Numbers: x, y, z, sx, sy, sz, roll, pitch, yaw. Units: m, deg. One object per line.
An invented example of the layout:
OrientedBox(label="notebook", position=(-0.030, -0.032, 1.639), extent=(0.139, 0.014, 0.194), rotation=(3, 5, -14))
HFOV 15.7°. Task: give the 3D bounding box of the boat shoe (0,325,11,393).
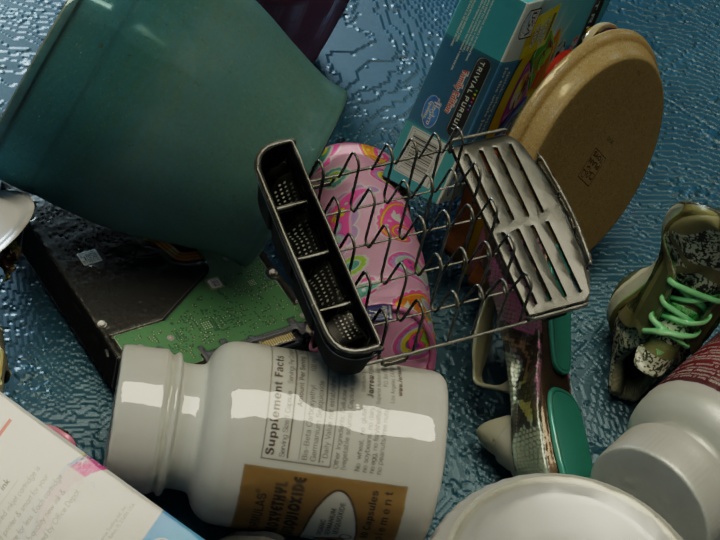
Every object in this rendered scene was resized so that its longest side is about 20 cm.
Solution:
OrientedBox(label="boat shoe", position=(-0.253, 0.067, 1.624), extent=(0.060, 0.072, 0.202), rotation=(46, 22, -26))

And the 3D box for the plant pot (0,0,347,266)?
OrientedBox(label="plant pot", position=(-0.119, -0.104, 1.692), extent=(0.188, 0.200, 0.200), rotation=(30, 44, -6))

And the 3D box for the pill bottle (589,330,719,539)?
OrientedBox(label="pill bottle", position=(0.241, 0.103, 1.683), extent=(0.110, 0.110, 0.200), rotation=(37, 48, 21))

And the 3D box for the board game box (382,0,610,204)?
OrientedBox(label="board game box", position=(0.100, -0.134, 1.799), extent=(0.047, 0.151, 0.200), rotation=(30, 20, 16))

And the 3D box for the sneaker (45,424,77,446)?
OrientedBox(label="sneaker", position=(-0.181, 0.175, 1.513), extent=(0.079, 0.095, 0.200), rotation=(1, 47, -16))

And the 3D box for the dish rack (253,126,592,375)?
OrientedBox(label="dish rack", position=(0.044, -0.021, 1.609), extent=(0.200, 0.055, 0.154), rotation=(-14, 64, -20))

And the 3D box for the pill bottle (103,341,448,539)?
OrientedBox(label="pill bottle", position=(-0.053, 0.104, 1.601), extent=(0.200, 0.114, 0.114), rotation=(9, 45, -6))

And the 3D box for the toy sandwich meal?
OrientedBox(label="toy sandwich meal", position=(0.129, -0.080, 1.773), extent=(0.070, 0.205, 0.205), rotation=(31, 45, 30))

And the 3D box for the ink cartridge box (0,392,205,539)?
OrientedBox(label="ink cartridge box", position=(-0.195, 0.147, 1.441), extent=(0.200, 0.068, 0.115), rotation=(37, 68, -3))

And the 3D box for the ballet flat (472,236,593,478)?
OrientedBox(label="ballet flat", position=(0.108, 0.077, 1.692), extent=(0.071, 0.069, 0.200), rotation=(-13, 71, 23))

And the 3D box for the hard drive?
OrientedBox(label="hard drive", position=(-0.137, 0.000, 1.737), extent=(0.140, 0.038, 0.200), rotation=(-18, 52, -29))

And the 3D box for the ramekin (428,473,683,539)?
OrientedBox(label="ramekin", position=(0.116, 0.210, 1.545), extent=(0.202, 0.094, 0.202), rotation=(7, 49, -8))

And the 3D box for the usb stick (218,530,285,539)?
OrientedBox(label="usb stick", position=(-0.093, 0.228, 1.518), extent=(0.055, 0.033, 0.200), rotation=(-7, 35, 29))

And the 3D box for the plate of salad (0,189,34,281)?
OrientedBox(label="plate of salad", position=(-0.292, 0.007, 1.634), extent=(0.200, 0.048, 0.200), rotation=(-20, 19, 7))

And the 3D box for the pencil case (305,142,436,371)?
OrientedBox(label="pencil case", position=(0.000, 0.000, 1.721), extent=(0.087, 0.087, 0.200), rotation=(5, 37, -10))

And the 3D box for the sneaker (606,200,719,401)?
OrientedBox(label="sneaker", position=(0.210, 0.028, 1.702), extent=(0.077, 0.200, 0.089), rotation=(21, 60, -2))

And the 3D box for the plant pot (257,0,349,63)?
OrientedBox(label="plant pot", position=(-0.081, -0.226, 1.874), extent=(0.200, 0.179, 0.200), rotation=(8, 44, -8))
